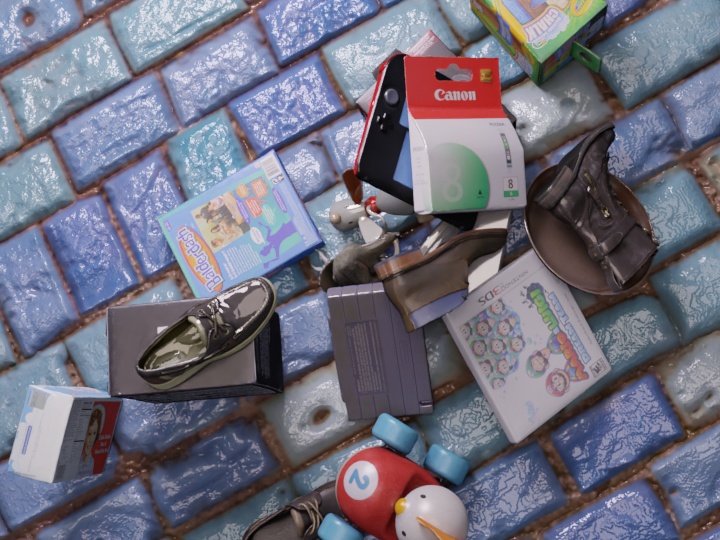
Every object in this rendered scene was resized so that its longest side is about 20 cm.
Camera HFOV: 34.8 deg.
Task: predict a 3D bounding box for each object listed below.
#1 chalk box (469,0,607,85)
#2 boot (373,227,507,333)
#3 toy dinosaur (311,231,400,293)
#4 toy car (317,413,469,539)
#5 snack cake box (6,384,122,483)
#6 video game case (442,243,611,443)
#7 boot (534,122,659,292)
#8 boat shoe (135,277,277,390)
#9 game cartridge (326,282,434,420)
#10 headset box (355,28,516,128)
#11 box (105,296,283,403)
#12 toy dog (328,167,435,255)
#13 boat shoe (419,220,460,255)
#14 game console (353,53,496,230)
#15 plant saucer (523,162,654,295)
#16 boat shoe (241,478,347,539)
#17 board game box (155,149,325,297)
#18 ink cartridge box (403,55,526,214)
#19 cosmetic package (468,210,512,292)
[{"bbox_3d":[0.257,-0.347,1.587,0.123,0.124,0.201,-39,80,0],"label":"chalk box"},{"bbox_3d":[0.118,0.010,1.488,0.197,0.075,0.098,-18,82,-23],"label":"boot"},{"bbox_3d":[0.000,0.000,1.547,0.101,0.200,0.078,15,73,-13],"label":"toy dinosaur"},{"bbox_3d":[0.068,0.310,1.477,0.176,0.200,0.186,32,83,-17],"label":"toy car"},{"bbox_3d":[-0.397,0.219,1.559,0.066,0.200,0.117,12,85,8],"label":"snack cake box"},{"bbox_3d":[0.224,0.096,1.534,0.181,0.024,0.202,-33,98,-21],"label":"video game case"},{"bbox_3d":[0.333,-0.085,1.537,0.174,0.069,0.200,43,59,-3],"label":"boot"},{"bbox_3d":[-0.191,0.077,1.419,0.199,0.066,0.072,-35,78,0],"label":"boat shoe"},{"bbox_3d":[0.027,0.109,1.558,0.127,0.039,0.203,-4,118,9],"label":"game cartridge"},{"bbox_3d":[0.100,-0.224,1.615,0.149,0.077,0.200,-42,82,0],"label":"headset box"},{"bbox_3d":[-0.219,0.109,1.552,0.196,0.198,0.126,-5,79,5],"label":"box"},{"bbox_3d":[0.030,-0.090,1.558,0.200,0.096,0.133,-44,76,33],"label":"toy dog"},{"bbox_3d":[0.093,0.012,1.594,0.064,0.074,0.204,31,92,3],"label":"boat shoe"},{"bbox_3d":[0.091,-0.168,1.494,0.198,0.031,0.180,23,72,-29],"label":"game console"},{"bbox_3d":[0.305,-0.053,1.557,0.197,0.032,0.203,9,61,-17],"label":"plant saucer"},{"bbox_3d":[-0.073,0.346,1.571,0.198,0.073,0.075,-30,81,2],"label":"boat shoe"},{"bbox_3d":[-0.171,-0.055,1.643,0.198,0.045,0.154,-29,82,2],"label":"board game box"},{"bbox_3d":[0.137,-0.177,1.484,0.159,0.050,0.204,-5,94,-32],"label":"ink cartridge box"},{"bbox_3d":[0.169,-0.004,1.580,0.050,0.083,0.204,12,86,5],"label":"cosmetic package"}]
